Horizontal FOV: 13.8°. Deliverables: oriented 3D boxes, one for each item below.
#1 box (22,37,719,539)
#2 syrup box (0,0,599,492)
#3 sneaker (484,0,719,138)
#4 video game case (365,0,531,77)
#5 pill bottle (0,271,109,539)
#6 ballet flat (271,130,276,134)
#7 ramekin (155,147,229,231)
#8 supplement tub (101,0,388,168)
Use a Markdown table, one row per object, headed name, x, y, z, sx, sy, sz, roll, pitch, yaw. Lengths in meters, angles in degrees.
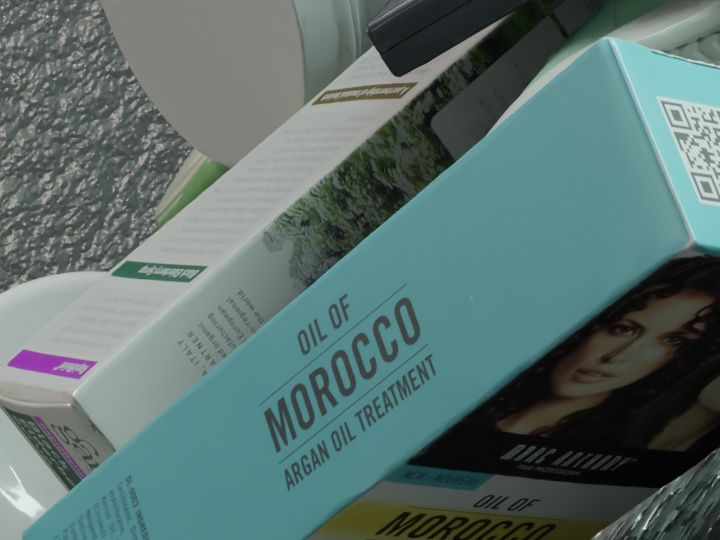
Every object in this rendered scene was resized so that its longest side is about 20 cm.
| name | x | y | z | sx | sy | sz | roll | pitch | yaw |
| --- | --- | --- | --- | --- | --- | --- | --- | --- | --- |
| box | 0.020 | 0.032 | 0.631 | 0.200 | 0.082 | 0.049 | -40 | 57 | 36 |
| syrup box | 0.000 | 0.000 | 0.831 | 0.200 | 0.079 | 0.081 | -42 | 17 | -16 |
| sneaker | 0.079 | -0.043 | 0.752 | 0.200 | 0.074 | 0.118 | -45 | 12 | -13 |
| video game case | 0.084 | -0.116 | 0.779 | 0.143 | 0.019 | 0.200 | -30 | 8 | 21 |
| pill bottle | -0.092 | 0.079 | 1.028 | 0.114 | 0.114 | 0.200 | -55 | -6 | -16 |
| ballet flat | -0.043 | 0.046 | 0.895 | 0.200 | 0.069 | 0.069 | -66 | 10 | -15 |
| ramekin | -0.001 | -0.062 | 1.287 | 0.200 | 0.098 | 0.200 | -52 | 7 | 9 |
| supplement tub | 0.022 | -0.126 | 1.003 | 0.200 | 0.145 | 0.145 | -27 | -7 | -30 |
